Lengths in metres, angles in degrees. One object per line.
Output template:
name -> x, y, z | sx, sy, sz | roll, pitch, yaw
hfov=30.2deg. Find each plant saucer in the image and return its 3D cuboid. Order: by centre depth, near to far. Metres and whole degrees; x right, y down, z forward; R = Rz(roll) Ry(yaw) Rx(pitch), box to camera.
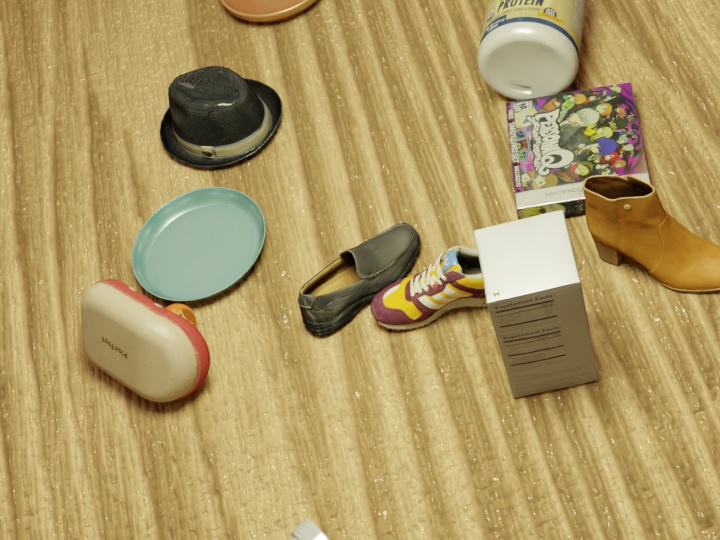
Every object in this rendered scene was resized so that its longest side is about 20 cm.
plant saucer -> -0.225, -0.033, 1.885 | 0.198, 0.028, 0.202 | -8, 52, 11
plant saucer -> -0.136, -0.475, 2.191 | 0.198, 0.038, 0.202 | -8, 52, 10

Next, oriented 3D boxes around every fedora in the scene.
fedora -> -0.220, -0.248, 2.005 | 0.198, 0.092, 0.202 | -8, 51, 10

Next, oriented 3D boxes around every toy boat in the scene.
toy boat -> -0.269, 0.084, 1.767 | 0.199, 0.132, 0.130 | 28, 36, 32

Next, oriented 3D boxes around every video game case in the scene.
video game case -> 0.294, -0.162, 1.817 | 0.179, 0.036, 0.202 | -8, 52, 10

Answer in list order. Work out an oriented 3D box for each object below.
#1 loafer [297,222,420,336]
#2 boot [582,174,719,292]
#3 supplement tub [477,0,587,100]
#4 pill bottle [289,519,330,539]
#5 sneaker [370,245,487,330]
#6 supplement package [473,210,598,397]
loafer -> 0.000, 0.000, 1.760 | 0.200, 0.073, 0.073 | -43, 52, -18
boot -> 0.369, -0.049, 1.636 | 0.199, 0.145, 0.071 | 14, 59, 25
supplement tub -> 0.249, -0.359, 1.912 | 0.143, 0.145, 0.202 | 0, 54, 17
pill bottle -> -0.106, 0.375, 1.480 | 0.200, 0.112, 0.112 | -41, 53, -15
sneaker -> 0.102, 0.011, 1.708 | 0.198, 0.090, 0.075 | -16, 50, 4
supplement package -> 0.209, 0.043, 1.579 | 0.108, 0.201, 0.115 | -13, 51, 7
